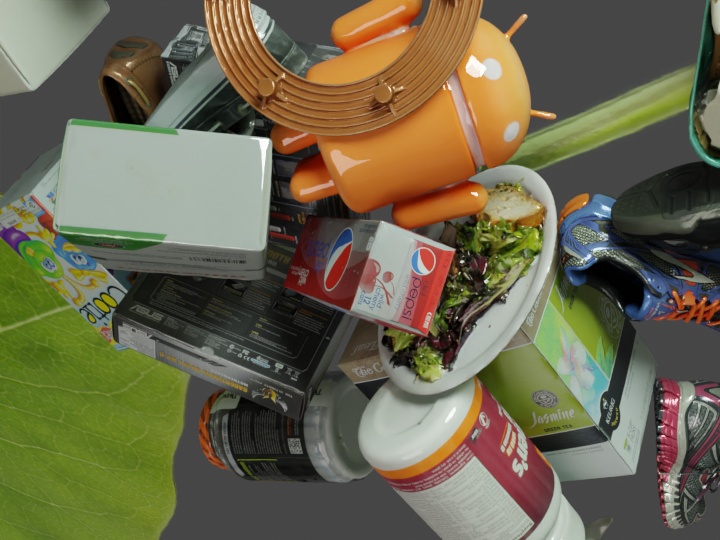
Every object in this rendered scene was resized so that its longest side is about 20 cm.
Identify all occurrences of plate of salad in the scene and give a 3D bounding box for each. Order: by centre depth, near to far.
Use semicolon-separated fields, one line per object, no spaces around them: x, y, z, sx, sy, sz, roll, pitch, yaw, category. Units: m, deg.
0.072;0.001;0.780;0.048;0.201;0.199;29;144;-29;plate of salad

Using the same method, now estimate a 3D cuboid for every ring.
-0.016;-0.191;0.658;0.199;0.019;0.202;0;90;16;ring

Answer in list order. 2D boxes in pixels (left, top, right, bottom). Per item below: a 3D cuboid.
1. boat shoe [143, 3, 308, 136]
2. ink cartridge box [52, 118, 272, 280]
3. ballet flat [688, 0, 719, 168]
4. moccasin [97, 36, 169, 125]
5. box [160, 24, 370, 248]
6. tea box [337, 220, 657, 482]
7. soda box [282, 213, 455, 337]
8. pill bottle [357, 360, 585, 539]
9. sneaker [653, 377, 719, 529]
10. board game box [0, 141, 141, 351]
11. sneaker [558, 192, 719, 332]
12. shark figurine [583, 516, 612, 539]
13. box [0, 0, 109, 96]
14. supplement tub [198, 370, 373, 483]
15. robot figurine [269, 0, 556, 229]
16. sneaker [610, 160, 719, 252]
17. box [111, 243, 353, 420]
-0.115;-0.124;0.772;0.071;0.072;0.200;38;142;-19;boat shoe
-0.142;-0.047;0.767;0.145;0.084;0.200;5;173;-6;ink cartridge box
0.245;-0.145;0.622;0.067;0.071;0.201;11;138;20;ballet flat
-0.189;-0.110;0.905;0.073;0.078;0.202;14;139;16;moccasin
-0.076;-0.108;0.866;0.156;0.050;0.201;12;139;18;box
0.126;0.083;0.892;0.199;0.134;0.197;-17;125;40;tea box
0.000;0.000;0.773;0.063;0.071;0.200;19;178;-18;soda box
0.096;0.172;0.812;0.109;0.110;0.200;-18;123;41;pill bottle
0.317;0.180;0.932;0.074;0.081;0.201;-2;138;15;sneaker
-0.265;-0.027;1.020;0.103;0.105;0.200;-16;123;42;board game box
0.244;0.015;0.792;0.199;0.079;0.076;23;142;6;sneaker
0.178;0.278;1.115;0.214;0.090;0.128;45;140;-17;shark figurine
-0.338;-0.218;0.834;0.199;0.128;0.109;-1;134;31;box
-0.081;0.178;1.124;0.199;0.123;0.123;-7;130;35;supplement tub
0.035;-0.115;0.715;0.198;0.145;0.117;-18;160;9;robot figurine
0.288;-0.026;0.724;0.198;0.076;0.115;-7;124;29;sneaker
-0.115;0.036;0.960;0.199;0.159;0.049;21;139;7;box
